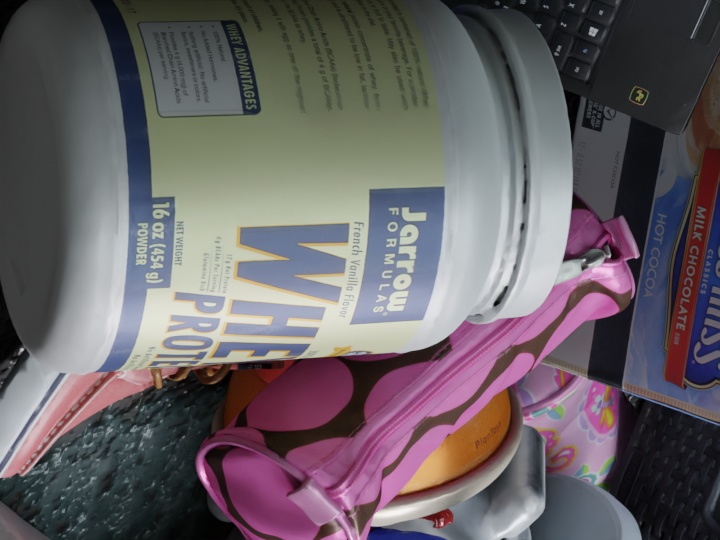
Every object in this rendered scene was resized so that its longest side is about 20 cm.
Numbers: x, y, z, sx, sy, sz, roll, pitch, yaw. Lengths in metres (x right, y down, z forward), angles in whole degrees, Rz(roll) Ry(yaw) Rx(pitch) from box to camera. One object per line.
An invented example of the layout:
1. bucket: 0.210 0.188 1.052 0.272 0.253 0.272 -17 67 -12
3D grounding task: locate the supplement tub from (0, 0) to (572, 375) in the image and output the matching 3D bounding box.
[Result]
1. supplement tub: -0.033 -0.037 1.096 0.199 0.145 0.145 -3 134 -19

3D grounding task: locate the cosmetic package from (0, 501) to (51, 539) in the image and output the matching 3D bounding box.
1. cosmetic package: -0.210 0.198 1.281 0.200 0.071 0.101 -44 151 -4

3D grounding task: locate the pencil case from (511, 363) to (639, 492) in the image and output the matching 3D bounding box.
1. pencil case: 0.102 0.075 1.512 0.087 0.087 0.200 -43 150 -4

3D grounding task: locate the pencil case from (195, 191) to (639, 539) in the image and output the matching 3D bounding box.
1. pencil case: 0.027 0.041 1.195 0.200 0.093 0.091 -43 117 -24

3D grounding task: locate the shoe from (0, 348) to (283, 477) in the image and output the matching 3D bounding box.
1. shoe: -0.078 0.026 1.203 0.200 0.091 0.071 -52 -172 5

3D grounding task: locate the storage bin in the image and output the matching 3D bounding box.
1. storage bin: 0.240 0.109 1.536 0.199 0.094 0.136 15 99 -45

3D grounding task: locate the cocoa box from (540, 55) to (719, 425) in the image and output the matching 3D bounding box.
1. cocoa box: 0.187 -0.037 1.370 0.133 0.131 0.201 -3 107 -49

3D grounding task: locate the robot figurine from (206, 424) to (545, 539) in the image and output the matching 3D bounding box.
1. robot figurine: 0.006 0.142 1.418 0.200 0.169 0.113 -42 -162 25

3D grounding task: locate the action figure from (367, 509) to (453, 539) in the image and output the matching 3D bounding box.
1. action figure: 0.018 0.138 1.313 0.052 0.199 0.066 -17 121 -50

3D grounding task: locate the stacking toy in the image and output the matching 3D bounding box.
1. stacking toy: 0.000 0.000 1.287 0.146 0.146 0.201 -23 125 -33

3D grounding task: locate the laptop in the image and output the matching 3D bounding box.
1. laptop: 0.069 -0.143 1.190 0.103 0.199 0.178 -67 179 -56

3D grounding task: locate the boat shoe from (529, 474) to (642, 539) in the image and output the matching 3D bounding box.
1. boat shoe: 0.107 0.155 1.504 0.091 0.200 0.071 27 75 -27
